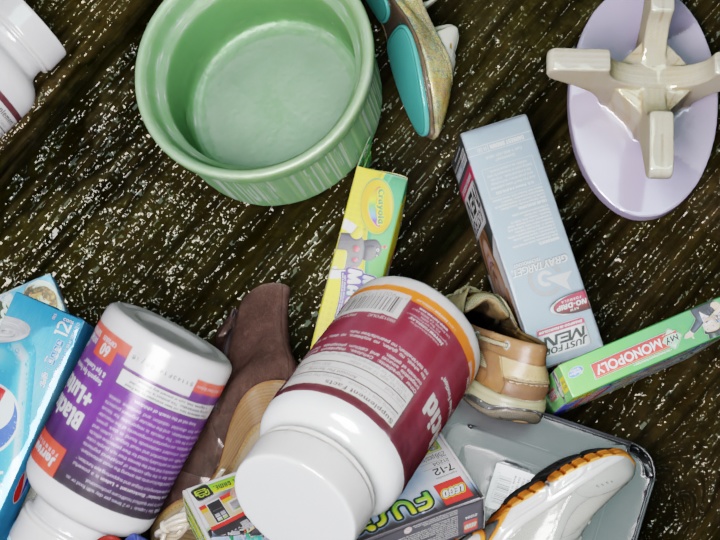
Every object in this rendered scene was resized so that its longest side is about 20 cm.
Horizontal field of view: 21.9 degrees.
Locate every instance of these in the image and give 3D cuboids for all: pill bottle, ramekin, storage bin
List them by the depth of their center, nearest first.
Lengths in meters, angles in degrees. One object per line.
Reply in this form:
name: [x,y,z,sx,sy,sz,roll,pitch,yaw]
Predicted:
pill bottle: [-0.002,0.105,1.343,0.114,0.114,0.200,33,47,5]
pill bottle: [-0.191,0.136,1.447,0.111,0.111,0.201,28,94,5]
storage bin: [0.122,0.182,1.494,0.199,0.094,0.136,18,81,2]
ramekin: [-0.076,-0.151,1.527,0.199,0.098,0.201,-4,71,12]
pill bottle: [-0.345,-0.144,1.539,0.200,0.113,0.113,-44,83,-7]

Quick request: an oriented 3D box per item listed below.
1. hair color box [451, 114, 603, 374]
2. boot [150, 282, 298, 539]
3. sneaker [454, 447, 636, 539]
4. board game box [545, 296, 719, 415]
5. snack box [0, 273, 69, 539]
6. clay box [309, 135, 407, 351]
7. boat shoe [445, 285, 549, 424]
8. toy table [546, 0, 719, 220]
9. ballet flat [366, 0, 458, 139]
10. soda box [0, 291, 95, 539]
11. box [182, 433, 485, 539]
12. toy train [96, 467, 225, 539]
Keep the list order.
hair color box: [0.134,-0.015,1.523,0.060,0.099,0.201,-17,81,-4]
boot: [-0.107,0.125,1.510,0.072,0.200,0.167,22,43,-27]
sneaker: [0.135,0.214,1.412,0.200,0.076,0.092,-36,90,2]
board game box: [0.210,0.071,1.457,0.134,0.200,0.029,-24,82,-3]
snack box: [-0.269,0.117,1.533,0.116,0.037,0.201,-24,81,-5]
clay box: [0.000,0.000,1.513,0.047,0.115,0.201,15,81,2]
boat shoe: [0.093,0.051,1.472,0.075,0.200,0.074,6,108,-32]
toy table: [0.242,-0.153,1.538,0.182,0.117,0.201,-10,80,-2]
ballet flat: [0.046,-0.212,1.577,0.070,0.071,0.201,-22,81,-4]
soda box: [-0.281,0.123,1.478,0.064,0.068,0.201,22,82,5]
box: [-0.020,0.176,1.377,0.199,0.035,0.110,-18,42,-17]
toy train: [-0.152,0.252,1.393,0.200,0.085,0.116,-44,49,6]
